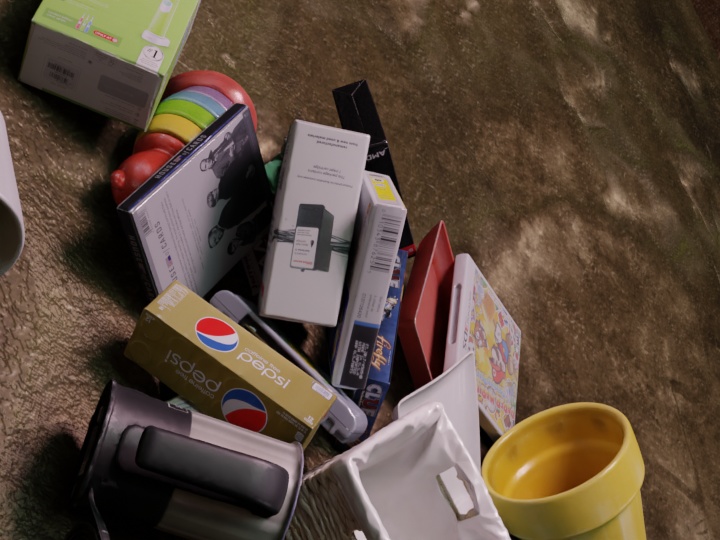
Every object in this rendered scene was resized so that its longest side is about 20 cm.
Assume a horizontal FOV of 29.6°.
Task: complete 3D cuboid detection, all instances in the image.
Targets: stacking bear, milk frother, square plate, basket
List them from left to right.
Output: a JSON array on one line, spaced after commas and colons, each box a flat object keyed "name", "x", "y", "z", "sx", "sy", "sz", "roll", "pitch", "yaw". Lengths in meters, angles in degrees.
[{"name": "milk frother", "x": -0.164, "y": 0.225, "z": 1.193, "sx": 0.186, "sy": 0.180, "sz": 0.203, "roll": 20, "pitch": 91, "yaw": -14}, {"name": "stacking bear", "x": -0.199, "y": -0.121, "z": 1.460, "sx": 0.122, "sy": 0.113, "sz": 0.201, "roll": 49, "pitch": 40, "yaw": -15}, {"name": "basket", "x": 0.026, "y": 0.275, "z": 1.412, "sx": 0.199, "sy": 0.160, "sz": 0.200, "roll": -22, "pitch": 83, "yaw": -56}, {"name": "square plate", "x": 0.088, "y": 0.217, "z": 1.598, "sx": 0.197, "sy": 0.028, "sz": 0.203, "roll": -26, "pitch": 116, "yaw": -56}]

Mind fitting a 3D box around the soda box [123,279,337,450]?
[{"name": "soda box", "x": -0.126, "y": 0.101, "z": 1.315, "sx": 0.199, "sy": 0.068, "sz": 0.064, "roll": 35, "pitch": 35, "yaw": 5}]

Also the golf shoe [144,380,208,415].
[{"name": "golf shoe", "x": -0.153, "y": 0.126, "z": 1.368, "sx": 0.098, "sy": 0.078, "sz": 0.200, "roll": 54, "pitch": 32, "yaw": 1}]

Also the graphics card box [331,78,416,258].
[{"name": "graphics card box", "x": 0.018, "y": -0.120, "z": 1.692, "sx": 0.201, "sy": 0.050, "sz": 0.126, "roll": 74, "pitch": 0, "yaw": -47}]

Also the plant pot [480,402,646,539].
[{"name": "plant pot", "x": 0.274, "y": 0.302, "z": 1.719, "sx": 0.191, "sy": 0.198, "sz": 0.201, "roll": 65, "pitch": 30, "yaw": -21}]

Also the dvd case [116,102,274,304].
[{"name": "dvd case", "x": -0.164, "y": -0.058, "z": 1.416, "sx": 0.200, "sy": 0.024, "sz": 0.152, "roll": -47, "pitch": 138, "yaw": -38}]

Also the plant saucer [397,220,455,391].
[{"name": "plant saucer", "x": 0.092, "y": 0.076, "z": 1.707, "sx": 0.201, "sy": 0.036, "sz": 0.201, "roll": -73, "pitch": 152, "yaw": -49}]

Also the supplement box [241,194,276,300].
[{"name": "supplement box", "x": -0.061, "y": -0.030, "z": 1.615, "sx": 0.199, "sy": 0.061, "sz": 0.110, "roll": -5, "pitch": 70, "yaw": -54}]

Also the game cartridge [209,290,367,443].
[{"name": "game cartridge", "x": -0.072, "y": 0.101, "z": 1.431, "sx": 0.200, "sy": 0.040, "sz": 0.133, "roll": 44, "pitch": -4, "yaw": 9}]

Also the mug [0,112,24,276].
[{"name": "mug", "x": -0.377, "y": -0.094, "z": 1.169, "sx": 0.186, "sy": 0.148, "sz": 0.155, "roll": 36, "pitch": 32, "yaw": -42}]

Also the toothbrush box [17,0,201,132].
[{"name": "toothbrush box", "x": -0.259, "y": -0.262, "z": 1.450, "sx": 0.144, "sy": 0.086, "sz": 0.202, "roll": 21, "pitch": 45, "yaw": -9}]

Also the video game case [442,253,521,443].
[{"name": "video game case", "x": 0.162, "y": 0.108, "z": 1.777, "sx": 0.200, "sy": 0.023, "sz": 0.184, "roll": 52, "pitch": 38, "yaw": -47}]

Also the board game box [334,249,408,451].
[{"name": "board game box", "x": 0.013, "y": 0.090, "z": 1.564, "sx": 0.034, "sy": 0.136, "sz": 0.202, "roll": 14, "pitch": 46, "yaw": -5}]

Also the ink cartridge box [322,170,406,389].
[{"name": "ink cartridge box", "x": 0.000, "y": 0.000, "z": 1.467, "sx": 0.046, "sy": 0.200, "sz": 0.200, "roll": 10, "pitch": 16, "yaw": -6}]

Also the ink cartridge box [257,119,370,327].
[{"name": "ink cartridge box", "x": -0.052, "y": -0.050, "z": 1.436, "sx": 0.082, "sy": 0.147, "sz": 0.203, "roll": 10, "pitch": 94, "yaw": -6}]

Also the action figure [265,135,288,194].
[{"name": "action figure", "x": -0.066, "y": -0.125, "z": 1.637, "sx": 0.117, "sy": 0.055, "sz": 0.200, "roll": 20, "pitch": 12, "yaw": -8}]
